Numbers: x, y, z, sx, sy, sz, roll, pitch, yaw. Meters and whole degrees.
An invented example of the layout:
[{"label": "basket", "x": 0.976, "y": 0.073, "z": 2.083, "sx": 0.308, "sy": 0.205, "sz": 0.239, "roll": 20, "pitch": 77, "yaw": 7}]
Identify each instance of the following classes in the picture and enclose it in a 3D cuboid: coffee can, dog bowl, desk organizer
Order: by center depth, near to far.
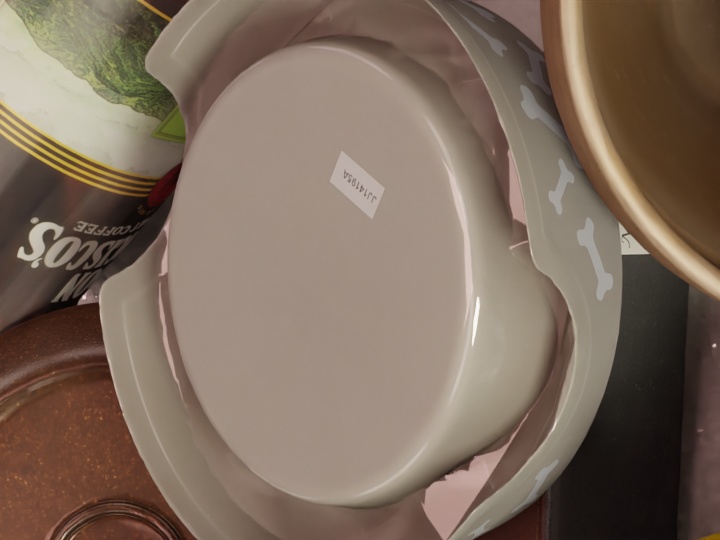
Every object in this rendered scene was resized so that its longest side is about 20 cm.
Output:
[{"label": "dog bowl", "x": 0.000, "y": 0.000, "z": 0.853, "sx": 0.199, "sy": 0.058, "sz": 0.202, "roll": 4, "pitch": 96, "yaw": 45}, {"label": "desk organizer", "x": 0.056, "y": 0.026, "z": 0.888, "sx": 0.077, "sy": 0.071, "sz": 0.202, "roll": 8, "pitch": 98, "yaw": 43}, {"label": "coffee can", "x": -0.110, "y": -0.092, "z": 0.994, "sx": 0.200, "sy": 0.146, "sz": 0.147, "roll": -47, "pitch": 61, "yaw": 23}]

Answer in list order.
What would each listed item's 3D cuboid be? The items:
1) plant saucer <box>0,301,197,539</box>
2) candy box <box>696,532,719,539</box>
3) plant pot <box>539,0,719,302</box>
[{"label": "plant saucer", "x": -0.085, "y": 0.110, "z": 0.964, "sx": 0.198, "sy": 0.034, "sz": 0.202, "roll": 0, "pitch": 86, "yaw": 3}, {"label": "candy box", "x": 0.077, "y": 0.142, "z": 0.806, "sx": 0.200, "sy": 0.026, "sz": 0.103, "roll": -27, "pitch": 84, "yaw": 52}, {"label": "plant pot", "x": 0.143, "y": -0.085, "z": 0.814, "sx": 0.093, "sy": 0.199, "sz": 0.202, "roll": -144, "pitch": 68, "yaw": -76}]
